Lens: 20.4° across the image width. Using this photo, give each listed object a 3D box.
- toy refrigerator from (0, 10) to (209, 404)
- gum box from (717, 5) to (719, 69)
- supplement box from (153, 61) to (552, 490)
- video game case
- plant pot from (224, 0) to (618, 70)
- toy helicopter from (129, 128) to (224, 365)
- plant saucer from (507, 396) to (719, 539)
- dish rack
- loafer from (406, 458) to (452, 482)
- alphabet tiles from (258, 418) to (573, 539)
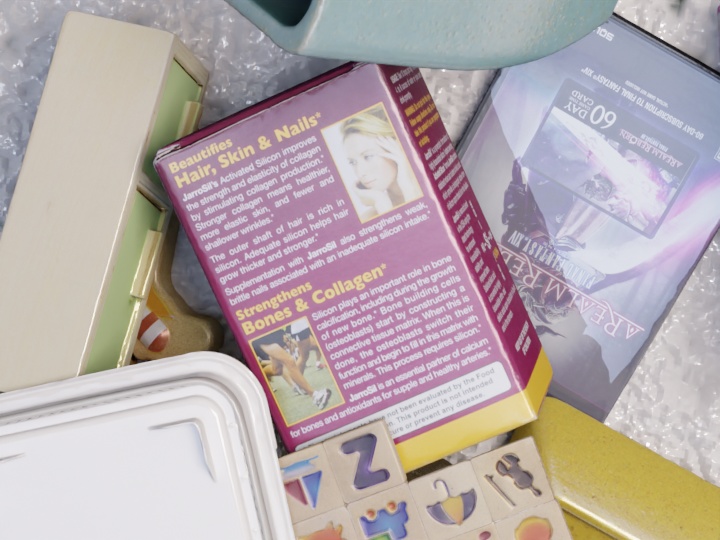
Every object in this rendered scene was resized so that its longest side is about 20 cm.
[{"bbox_3d":[-0.140,-0.026,1.057,0.069,0.076,0.202,13,81,13],"label":"toy refrigerator"},{"bbox_3d":[0.241,-0.045,0.994,0.112,0.066,0.202,-4,101,3],"label":"gum box"},{"bbox_3d":[0.000,0.000,1.036,0.130,0.103,0.201,-22,96,14],"label":"supplement box"},{"bbox_3d":[0.114,-0.033,1.067,0.142,0.019,0.201,30,107,6],"label":"video game case"},{"bbox_3d":[0.039,-0.205,0.943,0.196,0.199,0.198,42,116,49],"label":"plant pot"},{"bbox_3d":[-0.134,0.010,1.123,0.131,0.079,0.202,15,95,20],"label":"toy helicopter"},{"bbox_3d":[0.137,0.200,1.087,0.199,0.048,0.201,28,112,7],"label":"plant saucer"},{"bbox_3d":[-0.115,0.152,0.985,0.170,0.044,0.202,-12,95,6],"label":"dish rack"},{"bbox_3d":[0.024,0.189,1.068,0.075,0.067,0.202,7,74,-26],"label":"loafer"},{"bbox_3d":[0.011,0.163,0.997,0.199,0.008,0.168,-21,92,7],"label":"alphabet tiles"}]
